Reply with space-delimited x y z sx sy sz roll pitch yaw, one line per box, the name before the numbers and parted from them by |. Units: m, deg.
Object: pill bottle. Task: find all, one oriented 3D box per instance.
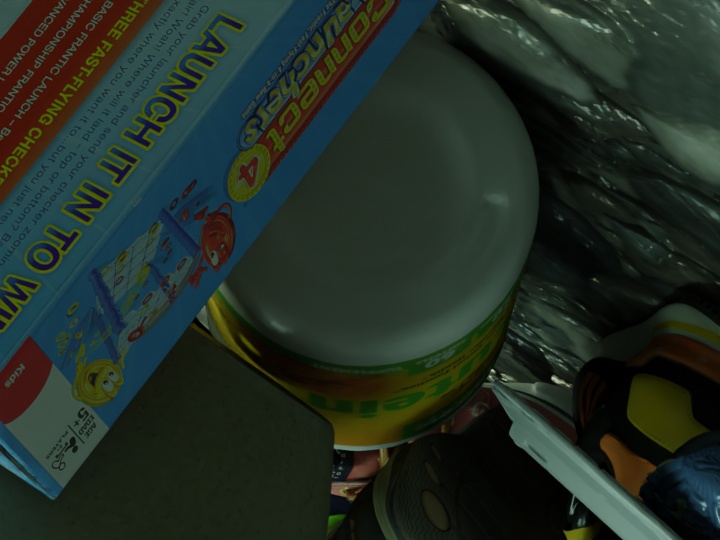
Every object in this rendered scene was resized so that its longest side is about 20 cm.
pill bottle | 0.000 0.000 0.862 0.111 0.111 0.200 34 166 9

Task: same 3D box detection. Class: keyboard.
keyboard | 0.116 0.104 0.746 0.200 0.011 0.056 42 171 16

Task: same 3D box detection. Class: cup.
cup | -0.088 0.078 0.765 0.200 0.143 0.200 36 177 2

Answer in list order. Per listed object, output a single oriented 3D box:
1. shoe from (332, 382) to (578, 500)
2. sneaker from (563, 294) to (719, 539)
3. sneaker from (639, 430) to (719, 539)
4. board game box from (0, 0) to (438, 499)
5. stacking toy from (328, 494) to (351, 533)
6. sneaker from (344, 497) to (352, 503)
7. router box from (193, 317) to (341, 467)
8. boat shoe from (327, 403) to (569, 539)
shoe | 0.017 0.077 1.049 0.200 0.072 0.091 18 -161 30
sneaker | 0.098 0.072 0.902 0.070 0.090 0.200 36 166 4
sneaker | 0.161 0.083 0.801 0.077 0.085 0.200 40 -179 40
board game box | -0.107 -0.065 0.723 0.196 0.200 0.056 28 163 32
stacking toy | -0.007 0.137 1.067 0.200 0.085 0.085 23 161 44
sneaker | 0.049 0.096 1.152 0.200 0.074 0.081 20 -178 41
router box | -0.109 0.019 0.951 0.200 0.052 0.157 42 -178 13
boat shoe | 0.036 0.097 0.927 0.075 0.073 0.200 61 -160 16
